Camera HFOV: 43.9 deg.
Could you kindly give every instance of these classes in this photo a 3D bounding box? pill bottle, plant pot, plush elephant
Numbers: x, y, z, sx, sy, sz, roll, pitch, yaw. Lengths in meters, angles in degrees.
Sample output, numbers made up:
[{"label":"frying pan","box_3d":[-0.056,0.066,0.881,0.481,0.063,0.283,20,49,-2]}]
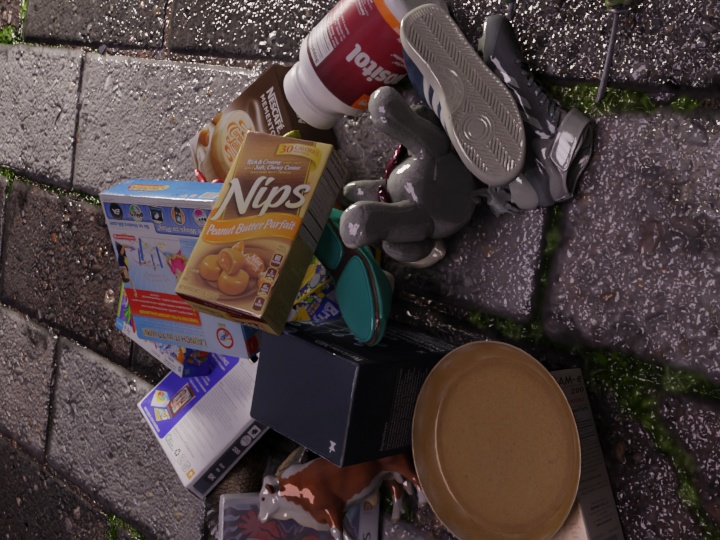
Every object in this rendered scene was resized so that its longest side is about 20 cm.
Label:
[{"label":"pill bottle","box_3d":[0.002,-0.256,1.034,0.199,0.112,0.115,-37,66,38]},{"label":"plant pot","box_3d":[0.133,0.171,0.870,0.197,0.027,0.206,-3,86,44]},{"label":"plush elephant","box_3d":[0.053,-0.084,0.969,0.154,0.196,0.169,-11,70,64]}]

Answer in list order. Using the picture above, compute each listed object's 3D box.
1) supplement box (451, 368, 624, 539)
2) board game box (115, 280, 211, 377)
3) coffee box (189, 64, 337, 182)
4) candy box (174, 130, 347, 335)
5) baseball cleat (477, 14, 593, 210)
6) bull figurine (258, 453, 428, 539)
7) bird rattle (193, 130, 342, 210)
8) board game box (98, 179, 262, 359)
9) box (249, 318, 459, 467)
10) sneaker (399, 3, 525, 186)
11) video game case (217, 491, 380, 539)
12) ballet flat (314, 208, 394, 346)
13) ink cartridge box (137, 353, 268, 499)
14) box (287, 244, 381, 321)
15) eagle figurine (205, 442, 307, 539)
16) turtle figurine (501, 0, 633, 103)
[{"label":"supplement box","box_3d":[0.178,0.212,0.895,0.125,0.073,0.205,-23,74,40]},{"label":"board game box","box_3d":[-0.272,0.049,1.259,0.198,0.044,0.138,24,107,45]},{"label":"coffee box","box_3d":[-0.133,-0.168,1.182,0.198,0.079,0.117,-31,70,39]},{"label":"candy box","box_3d":[-0.104,-0.044,0.954,0.113,0.055,0.204,13,71,25]},{"label":"baseball cleat","box_3d":[0.181,-0.168,0.905,0.105,0.069,0.205,-11,91,35]},{"label":"bull figurine","box_3d":[-0.018,0.252,1.018,0.123,0.197,0.065,58,164,12]},{"label":"bird rattle","box_3d":[-0.114,-0.073,1.109,0.198,0.161,0.115,-26,53,40]},{"label":"board game box","box_3d":[-0.210,-0.005,1.085,0.196,0.056,0.200,7,117,34]},{"label":"box","box_3d":[0.003,0.123,0.975,0.147,0.198,0.110,18,103,40]},{"label":"sneaker","box_3d":[0.104,-0.167,0.897,0.074,0.085,0.203,-24,74,-3]},{"label":"video game case","box_3d":[-0.073,0.354,1.058,0.023,0.195,0.187,-170,82,-70]},{"label":"ballet flat","box_3d":[0.000,0.000,0.973,0.068,0.069,0.202,-60,43,31]},{"label":"ink cartridge box","box_3d":[-0.193,0.172,1.213,0.200,0.043,0.198,-46,41,-4]},{"label":"box","box_3d":[-0.063,0.031,1.114,0.198,0.064,0.071,-32,40,38]},{"label":"eagle figurine","box_3d":[-0.124,0.306,1.140,0.151,0.148,0.205,130,135,-74]},{"label":"turtle figurine","box_3d":[0.212,-0.316,0.862,0.194,0.199,0.145,-45,36,10]}]
